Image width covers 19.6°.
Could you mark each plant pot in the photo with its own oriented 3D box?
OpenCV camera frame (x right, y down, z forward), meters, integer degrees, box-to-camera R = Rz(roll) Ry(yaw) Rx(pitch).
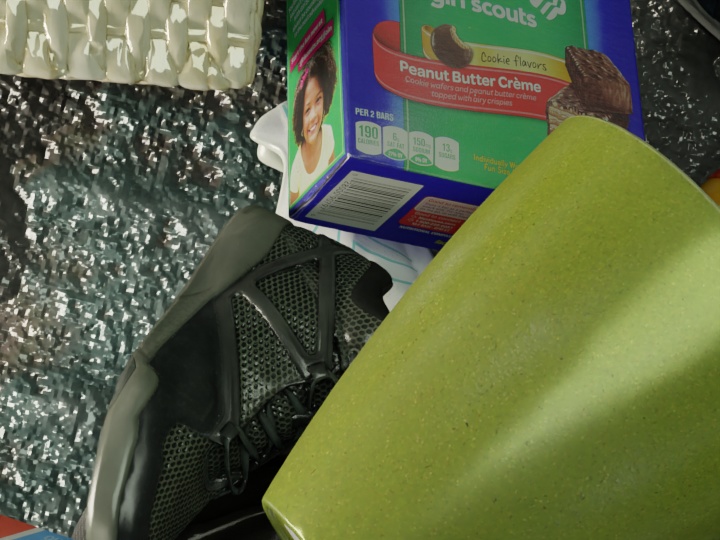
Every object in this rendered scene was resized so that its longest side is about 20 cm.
[{"bbox_3d":[0.064,0.070,0.859,0.200,0.187,0.187,-36,84,-10],"label":"plant pot"}]

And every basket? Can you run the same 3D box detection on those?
[{"bbox_3d":[-0.141,-0.191,0.991,0.197,0.161,0.201,3,107,-7],"label":"basket"}]

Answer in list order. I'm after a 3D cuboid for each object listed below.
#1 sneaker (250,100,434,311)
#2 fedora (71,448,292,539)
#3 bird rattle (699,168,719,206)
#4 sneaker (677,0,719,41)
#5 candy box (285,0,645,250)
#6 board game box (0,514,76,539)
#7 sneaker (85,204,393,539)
[{"bbox_3d":[0.000,0.000,1.050,0.080,0.070,0.201,-15,72,-5],"label":"sneaker"},{"bbox_3d":[-0.052,0.157,0.990,0.176,0.090,0.200,32,76,2],"label":"fedora"},{"bbox_3d":[0.201,-0.034,1.025,0.112,0.163,0.200,35,78,-11],"label":"bird rattle"},{"bbox_3d":[0.249,-0.132,1.065,0.202,0.146,0.077,40,74,2],"label":"sneaker"},{"bbox_3d":[0.050,-0.113,1.027,0.168,0.077,0.201,10,61,-25],"label":"candy box"},{"bbox_3d":[-0.148,0.217,0.921,0.152,0.040,0.201,15,104,20],"label":"board game box"},{"bbox_3d":[-0.040,0.059,0.914,0.114,0.076,0.200,18,47,17],"label":"sneaker"}]
